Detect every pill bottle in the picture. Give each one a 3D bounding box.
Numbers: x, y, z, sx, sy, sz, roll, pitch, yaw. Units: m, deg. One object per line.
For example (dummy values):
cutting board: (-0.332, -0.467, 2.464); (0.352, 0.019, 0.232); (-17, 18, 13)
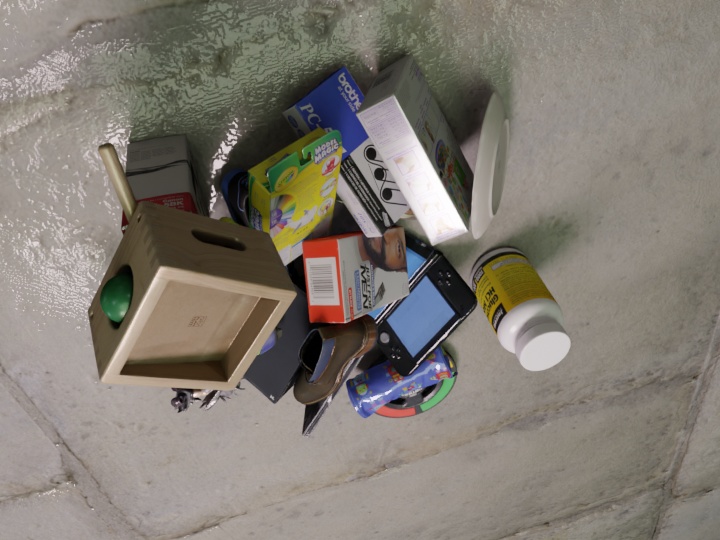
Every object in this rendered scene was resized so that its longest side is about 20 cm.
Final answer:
pill bottle: (0.265, 0.063, 1.009); (0.110, 0.201, 0.114); (-7, 129, -9)

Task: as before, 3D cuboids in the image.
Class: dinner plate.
dinner plate: (0.183, -0.143, 0.837); (0.024, 0.201, 0.202); (8, 133, 19)

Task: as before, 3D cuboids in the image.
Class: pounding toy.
pounding toy: (-0.197, 0.006, 0.639); (0.198, 0.143, 0.185); (13, 122, -41)

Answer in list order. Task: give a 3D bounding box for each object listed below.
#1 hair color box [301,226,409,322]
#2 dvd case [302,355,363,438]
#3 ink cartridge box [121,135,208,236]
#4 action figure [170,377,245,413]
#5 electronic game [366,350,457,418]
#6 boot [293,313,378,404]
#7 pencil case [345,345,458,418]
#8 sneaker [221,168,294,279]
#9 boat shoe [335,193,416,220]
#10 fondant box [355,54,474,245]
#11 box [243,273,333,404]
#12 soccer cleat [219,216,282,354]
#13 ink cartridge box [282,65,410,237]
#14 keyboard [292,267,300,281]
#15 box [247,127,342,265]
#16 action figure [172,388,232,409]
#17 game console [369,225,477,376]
hair color box: (0.000, 0.000, 0.876); (0.063, 0.199, 0.113); (-2, 98, 29)
dvd case: (-0.042, 0.151, 0.983); (0.016, 0.150, 0.201); (25, 118, -14)
ink cartridge box: (-0.240, -0.060, 0.774); (0.081, 0.201, 0.148); (-13, 131, -9)
action figure: (-0.253, 0.134, 0.869); (0.198, 0.069, 0.132); (29, 88, -22)
electronic game: (0.095, 0.220, 1.191); (0.196, 0.042, 0.202); (-8, 129, -10)
boot: (-0.067, 0.131, 0.868); (0.096, 0.075, 0.201); (-1, 139, -46)
pencil case: (0.073, 0.195, 1.102); (0.198, 0.079, 0.087); (-26, 150, 6)
sneaker: (-0.135, -0.049, 0.872); (0.070, 0.078, 0.202); (-37, 128, -20)
boat shoe: (0.044, -0.126, 0.883); (0.197, 0.076, 0.073); (7, 124, -22)
fondant box: (0.080, -0.157, 0.787); (0.058, 0.145, 0.201); (-21, 117, 28)
box: (-0.090, 0.093, 0.968); (0.078, 0.141, 0.201); (35, 118, 7)
soccer cleat: (-0.171, 0.028, 0.845); (0.083, 0.064, 0.203); (-25, 110, -32)
ink cartridge box: (-0.005, -0.152, 0.799); (0.094, 0.044, 0.201); (-43, 110, -22)
keyboard: (-0.183, 0.048, 0.933); (0.200, 0.021, 0.128); (-43, 119, -17)
box: (-0.083, -0.088, 0.754); (0.117, 0.048, 0.201); (-37, 162, -28)
action figure: (-0.267, 0.135, 0.964); (0.069, 0.131, 0.201); (-25, 115, 22)
game console: (0.062, 0.056, 1.008); (0.117, 0.172, 0.201); (4, 132, -52)
